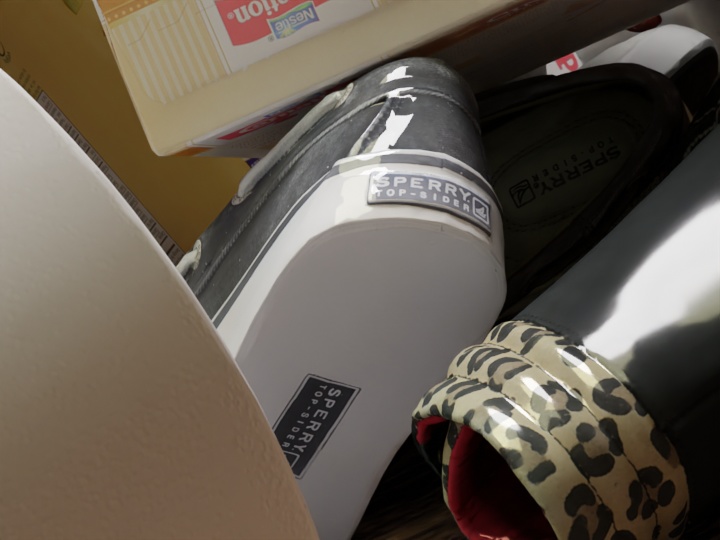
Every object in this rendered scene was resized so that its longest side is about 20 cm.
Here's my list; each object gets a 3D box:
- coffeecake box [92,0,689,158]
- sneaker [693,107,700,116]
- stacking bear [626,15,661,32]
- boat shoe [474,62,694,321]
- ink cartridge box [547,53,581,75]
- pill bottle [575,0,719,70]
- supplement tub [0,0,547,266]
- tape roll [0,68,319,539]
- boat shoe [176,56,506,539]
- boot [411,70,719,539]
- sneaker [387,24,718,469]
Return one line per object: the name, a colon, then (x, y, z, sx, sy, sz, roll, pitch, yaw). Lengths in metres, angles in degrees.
coffeecake box: (0.024, -0.091, 0.787, 0.153, 0.073, 0.200, -23, -2, 10)
sneaker: (0.147, -0.080, 0.893, 0.200, 0.088, 0.076, -32, 8, -10)
stacking bear: (0.030, -0.159, 0.925, 0.114, 0.200, 0.121, -42, 16, 7)
boat shoe: (0.001, 0.001, 0.800, 0.201, 0.072, 0.066, -31, -19, 1)
ink cartridge box: (-0.009, -0.065, 1.165, 0.200, 0.148, 0.086, -33, 8, -13)
pill bottle: (0.168, -0.122, 0.998, 0.200, 0.111, 0.111, -27, 9, 25)
supplement tub: (-0.029, -0.070, 0.996, 0.145, 0.200, 0.145, -42, -2, -1)
tape roll: (-0.117, 0.060, 0.585, 0.139, 0.203, 0.203, -35, 9, -26)
boat shoe: (-0.027, 0.024, 0.741, 0.068, 0.072, 0.200, -90, 25, -42)
boot: (0.074, 0.007, 0.689, 0.154, 0.074, 0.204, -35, 7, -11)
sneaker: (0.027, -0.024, 0.894, 0.200, 0.085, 0.073, -40, -29, -29)
